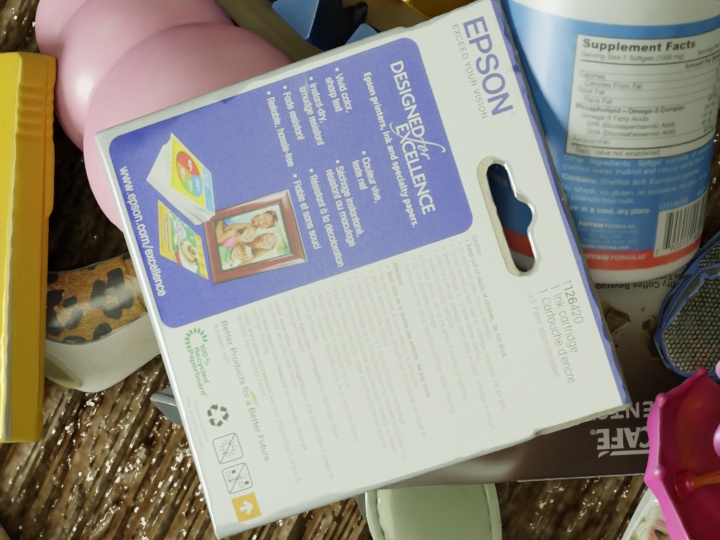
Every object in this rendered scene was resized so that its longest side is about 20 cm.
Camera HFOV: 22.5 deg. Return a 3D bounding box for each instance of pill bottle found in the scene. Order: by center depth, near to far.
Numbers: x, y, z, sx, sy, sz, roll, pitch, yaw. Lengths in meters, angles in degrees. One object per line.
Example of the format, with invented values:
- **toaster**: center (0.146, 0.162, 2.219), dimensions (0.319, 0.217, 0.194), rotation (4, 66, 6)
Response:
- **pill bottle**: center (0.115, -0.105, 0.848), dimensions (0.112, 0.112, 0.201), rotation (8, 115, 12)

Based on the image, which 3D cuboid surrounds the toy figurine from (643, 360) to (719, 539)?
- **toy figurine**: center (0.217, 0.079, 0.795), dimensions (0.183, 0.150, 0.201), rotation (6, 135, 12)

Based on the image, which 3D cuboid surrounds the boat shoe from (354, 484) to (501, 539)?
- **boat shoe**: center (0.019, 0.088, 0.971), dimensions (0.071, 0.061, 0.202), rotation (-21, 92, -13)

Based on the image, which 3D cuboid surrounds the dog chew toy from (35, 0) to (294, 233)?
- **dog chew toy**: center (-0.106, -0.097, 0.956), dimensions (0.125, 0.124, 0.200), rotation (-46, 55, 9)

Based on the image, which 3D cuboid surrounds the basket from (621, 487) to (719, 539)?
- **basket**: center (0.196, 0.215, 0.875), dimensions (0.199, 0.136, 0.124), rotation (27, 52, 11)

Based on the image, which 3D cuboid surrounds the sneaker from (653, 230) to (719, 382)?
- **sneaker**: center (0.219, -0.003, 0.828), dimensions (0.200, 0.078, 0.076), rotation (-30, 90, 27)

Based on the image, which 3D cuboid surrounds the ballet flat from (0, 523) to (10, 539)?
- **ballet flat**: center (-0.222, 0.178, 1.019), dimensions (0.200, 0.065, 0.071), rotation (44, 99, 8)

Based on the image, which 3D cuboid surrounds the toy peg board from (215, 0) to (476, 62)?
- **toy peg board**: center (0.004, -0.193, 0.918), dimensions (0.200, 0.098, 0.199), rotation (44, 100, 29)

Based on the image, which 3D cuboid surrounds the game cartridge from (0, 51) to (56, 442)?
- **game cartridge**: center (-0.224, -0.015, 0.989), dimensions (0.176, 0.032, 0.201), rotation (5, 91, 48)

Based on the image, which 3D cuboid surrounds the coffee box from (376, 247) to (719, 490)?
- **coffee box**: center (0.078, 0.048, 0.912), dimensions (0.199, 0.080, 0.114), rotation (-1, 88, -10)

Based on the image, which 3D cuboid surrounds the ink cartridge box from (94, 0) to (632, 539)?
- **ink cartridge box**: center (0.000, 0.000, 0.836), dimensions (0.199, 0.047, 0.198), rotation (-18, 85, 5)

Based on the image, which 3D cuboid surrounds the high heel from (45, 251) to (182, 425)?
- **high heel**: center (-0.129, -0.003, 1.015), dimensions (0.199, 0.071, 0.143), rotation (19, 67, 27)
